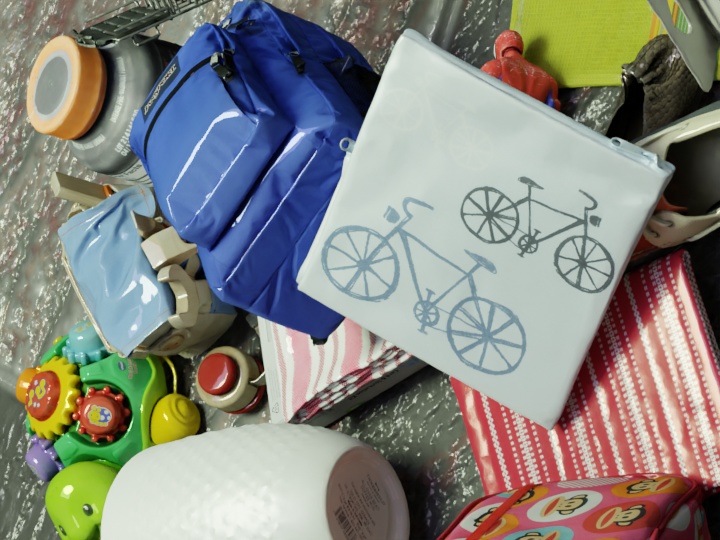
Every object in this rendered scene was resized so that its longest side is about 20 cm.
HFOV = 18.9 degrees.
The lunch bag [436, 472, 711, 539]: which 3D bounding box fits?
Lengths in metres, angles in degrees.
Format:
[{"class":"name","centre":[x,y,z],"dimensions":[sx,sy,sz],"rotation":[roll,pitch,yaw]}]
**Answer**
[{"class":"lunch bag","centre":[0.094,0.182,1.203],"dimensions":[0.175,0.200,0.082],"rotation":[-8,103,29]}]

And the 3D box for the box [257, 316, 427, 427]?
[{"class":"box","centre":[0.005,0.004,1.499],"dimensions":[0.200,0.041,0.157],"rotation":[-33,54,37]}]

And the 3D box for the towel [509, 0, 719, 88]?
[{"class":"towel","centre":[0.166,-0.160,1.386],"dimensions":[0.199,0.018,0.087],"rotation":[2,79,49]}]

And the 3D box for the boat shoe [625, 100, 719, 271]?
[{"class":"boat shoe","centre":[0.190,-0.051,1.257],"dimensions":[0.199,0.063,0.071],"rotation":[-29,93,28]}]

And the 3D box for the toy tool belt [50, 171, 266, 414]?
[{"class":"toy tool belt","centre":[-0.154,0.015,1.582],"dimensions":[0.125,0.123,0.200],"rotation":[-41,61,13]}]

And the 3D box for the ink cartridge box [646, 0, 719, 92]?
[{"class":"ink cartridge box","centre":[0.233,-0.205,1.185],"dimensions":[0.200,0.129,0.125],"rotation":[-38,46,3]}]

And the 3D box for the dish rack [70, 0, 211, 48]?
[{"class":"dish rack","centre":[-0.106,-0.207,1.467],"dimensions":[0.055,0.199,0.153],"rotation":[66,169,-13]}]

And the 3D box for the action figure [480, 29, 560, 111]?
[{"class":"action figure","centre":[0.097,-0.067,1.386],"dimensions":[0.052,0.065,0.201],"rotation":[138,140,-56]}]

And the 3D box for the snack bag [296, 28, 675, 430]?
[{"class":"snack bag","centre":[0.068,-0.026,1.285],"dimensions":[0.188,0.021,0.201],"rotation":[29,122,12]}]

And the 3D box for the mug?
[{"class":"mug","centre":[-0.052,0.198,1.443],"dimensions":[0.175,0.147,0.201],"rotation":[-16,96,37]}]

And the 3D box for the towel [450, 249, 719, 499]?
[{"class":"towel","centre":[0.143,0.091,1.311],"dimensions":[0.200,0.022,0.145],"rotation":[-31,67,39]}]

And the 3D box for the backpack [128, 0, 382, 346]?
[{"class":"backpack","centre":[-0.059,-0.088,1.413],"dimensions":[0.163,0.167,0.200],"rotation":[-49,34,17]}]

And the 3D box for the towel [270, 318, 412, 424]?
[{"class":"towel","centre":[0.000,0.000,1.453],"dimensions":[0.200,0.030,0.147],"rotation":[-35,52,37]}]

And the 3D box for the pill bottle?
[{"class":"pill bottle","centre":[-0.142,-0.113,1.578],"dimensions":[0.106,0.199,0.107],"rotation":[-19,65,47]}]

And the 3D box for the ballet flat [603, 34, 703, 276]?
[{"class":"ballet flat","centre":[0.158,-0.049,1.329],"dimensions":[0.067,0.046,0.201],"rotation":[32,108,45]}]

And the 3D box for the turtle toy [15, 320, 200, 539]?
[{"class":"turtle toy","centre":[-0.202,0.123,1.651],"dimensions":[0.146,0.101,0.201],"rotation":[-40,51,34]}]
